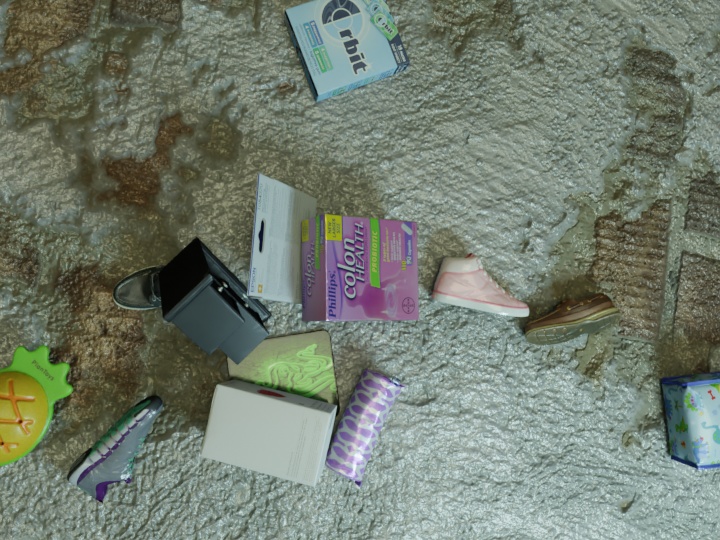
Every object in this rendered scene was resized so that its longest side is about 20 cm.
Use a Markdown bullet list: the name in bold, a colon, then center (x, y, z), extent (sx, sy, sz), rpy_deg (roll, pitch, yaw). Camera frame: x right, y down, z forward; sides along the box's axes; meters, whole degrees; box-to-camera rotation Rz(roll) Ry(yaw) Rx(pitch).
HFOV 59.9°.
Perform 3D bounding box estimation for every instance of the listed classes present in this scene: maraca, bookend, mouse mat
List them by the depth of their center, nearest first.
- **bookend**: center (-0.220, 0.071, 1.003), extent (0.092, 0.200, 0.199), rpy_deg (-42, 116, -2)
- **maraca**: center (-0.558, 0.217, 1.009), extent (0.136, 0.107, 0.201), rpy_deg (39, 79, -5)
- **mouse mat**: center (-0.141, 0.203, 1.148), extent (0.195, 0.008, 0.165), rpy_deg (-8, 87, -13)

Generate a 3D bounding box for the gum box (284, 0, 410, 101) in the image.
- **gum box**: center (-0.026, -0.442, 1.204), extent (0.196, 0.045, 0.173), rpy_deg (-23, 90, -12)

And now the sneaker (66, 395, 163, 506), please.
- **sneaker**: center (-0.396, 0.303, 1.062), extent (0.199, 0.074, 0.088), rpy_deg (-42, 104, -1)

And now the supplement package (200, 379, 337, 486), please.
- **supplement package**: center (-0.150, 0.269, 1.059), extent (0.195, 0.121, 0.123), rpy_deg (13, 85, 4)

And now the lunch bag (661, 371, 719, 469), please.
- **lunch bag**: center (0.728, 0.295, 1.260), extent (0.195, 0.127, 0.175), rpy_deg (-6, 86, -2)

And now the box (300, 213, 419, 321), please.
- **box**: center (0.000, 0.000, 1.117), extent (0.196, 0.096, 0.181), rpy_deg (2, 85, -31)

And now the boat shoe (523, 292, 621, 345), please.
- **boat shoe**: center (0.414, 0.095, 1.247), extent (0.195, 0.073, 0.069), rpy_deg (-14, 55, -4)

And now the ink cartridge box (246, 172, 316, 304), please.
- **ink cartridge box**: center (-0.144, -0.048, 1.081), extent (0.042, 0.199, 0.202), rpy_deg (2, 84, 26)

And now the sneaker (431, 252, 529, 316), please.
- **sneaker**: center (0.240, 0.026, 1.205), extent (0.196, 0.075, 0.107), rpy_deg (13, 88, -6)

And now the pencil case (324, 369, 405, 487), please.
- **pencil case**: center (0.006, 0.280, 1.138), extent (0.085, 0.083, 0.203), rpy_deg (32, 81, -31)

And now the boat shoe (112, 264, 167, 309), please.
- **boat shoe**: center (-0.335, 0.025, 1.091), extent (0.194, 0.066, 0.076), rpy_deg (-4, 86, -12)
